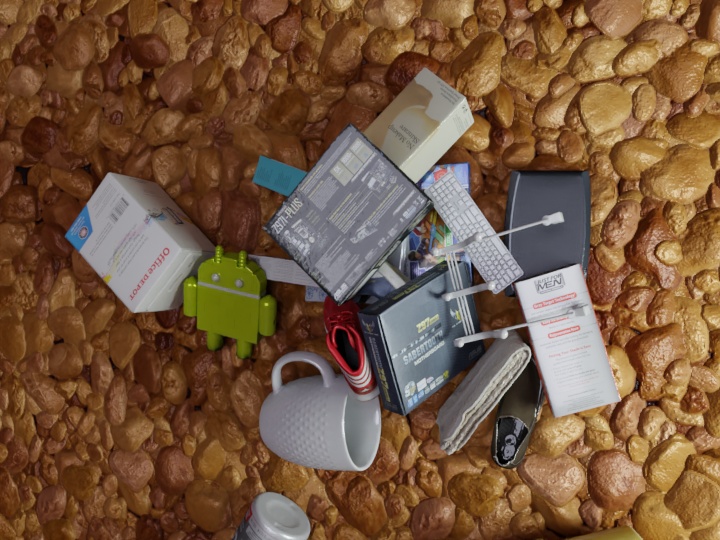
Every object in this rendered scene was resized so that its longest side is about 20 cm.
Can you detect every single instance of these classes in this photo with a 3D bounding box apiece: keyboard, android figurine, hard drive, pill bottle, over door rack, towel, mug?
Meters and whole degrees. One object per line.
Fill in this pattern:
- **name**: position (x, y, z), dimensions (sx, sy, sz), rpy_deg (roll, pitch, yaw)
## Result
- **keyboard**: position (0.177, -0.062, 0.979), dimensions (0.056, 0.011, 0.202), rpy_deg (-37, 79, 19)
- **android figurine**: position (-0.228, 0.055, 1.089), dimensions (0.178, 0.041, 0.204), rpy_deg (14, 114, 12)
- **hard drive**: position (0.291, -0.057, 0.969), dimensions (0.132, 0.042, 0.205), rpy_deg (3, 90, 17)
- **pill bottle**: position (-0.179, 0.498, 1.064), dimensions (0.113, 0.114, 0.203), rpy_deg (32, 98, 14)
- **over door rack**: position (0.208, 0.013, 0.868), dimensions (0.196, 0.067, 0.151), rpy_deg (-15, 87, 11)
- **towel**: position (0.183, 0.180, 0.952), dimensions (0.034, 0.133, 0.201), rpy_deg (35, 99, -2)
- **mug**: position (-0.078, 0.223, 1.011), dimensions (0.172, 0.148, 0.204), rpy_deg (-5, 112, 25)

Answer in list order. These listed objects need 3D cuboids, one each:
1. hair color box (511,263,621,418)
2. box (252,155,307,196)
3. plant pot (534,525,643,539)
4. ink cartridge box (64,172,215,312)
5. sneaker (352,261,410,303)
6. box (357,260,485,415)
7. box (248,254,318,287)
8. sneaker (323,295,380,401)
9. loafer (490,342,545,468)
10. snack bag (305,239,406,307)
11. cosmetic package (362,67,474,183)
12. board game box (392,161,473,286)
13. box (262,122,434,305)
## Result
- **hair color box**: position (0.300, 0.101, 0.913), dimensions (0.099, 0.061, 0.204), rpy_deg (-16, 88, 11)
- **box**: position (-0.080, -0.135, 1.035), dimensions (0.197, 0.082, 0.050), rpy_deg (24, 98, 29)
- **plant pot**: position (0.333, 0.468, 0.884), dimensions (0.186, 0.201, 0.204), rpy_deg (-24, 83, -2)
- **ink cartridge box**: position (-0.386, -0.046, 1.115), dimensions (0.200, 0.144, 0.148), rpy_deg (45, 101, 12)
- **sneaker**: position (0.000, 0.000, 0.989), dimensions (0.085, 0.075, 0.200), rpy_deg (-47, 73, 11)
- **box**: position (0.098, 0.095, 0.930), dimensions (0.050, 0.198, 0.161), rpy_deg (3, 114, 50)
- **box**: position (-0.109, 0.002, 1.068), dimensions (0.196, 0.038, 0.042), rpy_deg (7, 93, 29)
- **sneaker**: position (-0.019, 0.087, 0.944), dimensions (0.077, 0.116, 0.202), rpy_deg (-24, 51, -4)
- **loafer**: position (0.248, 0.216, 0.963), dimensions (0.071, 0.071, 0.205), rpy_deg (10, 92, 16)
- **snack bag**: position (-0.007, -0.034, 1.047), dimensions (0.196, 0.021, 0.193), rpy_deg (5, 91, 29)
- **cosmetic package**: position (0.075, -0.210, 0.993), dimensions (0.200, 0.071, 0.105), rpy_deg (-47, 60, 1)
- **board game box**: position (0.117, -0.070, 1.024), dimensions (0.132, 0.034, 0.205), rpy_deg (-1, 89, 17)
- **box**: position (-0.016, -0.080, 0.910), dimensions (0.164, 0.086, 0.201), rpy_deg (43, 100, 6)
